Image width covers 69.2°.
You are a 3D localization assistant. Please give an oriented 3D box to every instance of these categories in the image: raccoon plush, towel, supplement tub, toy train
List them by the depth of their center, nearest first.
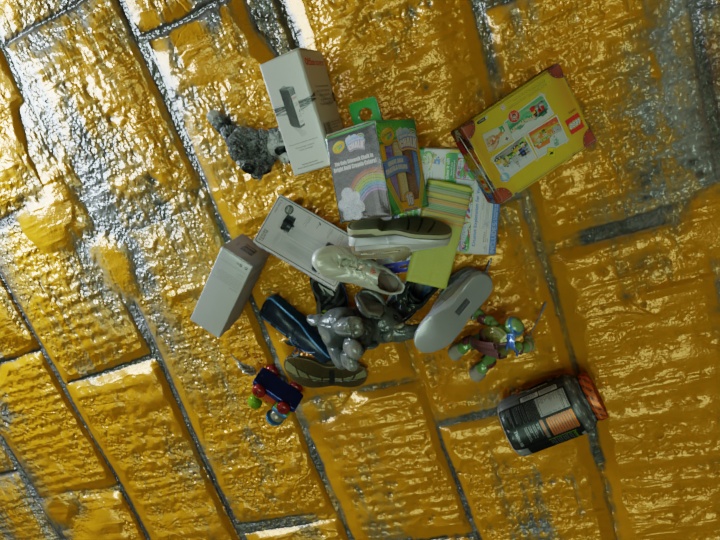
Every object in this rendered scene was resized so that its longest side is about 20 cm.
[{"bbox_3d":[0.147,-0.068,0.995,0.084,0.018,0.204,12,108,2],"label":"towel"},{"bbox_3d":[-0.210,-0.282,1.044,0.134,0.097,0.200,-42,96,15],"label":"raccoon plush"},{"bbox_3d":[0.397,0.294,1.084,0.198,0.123,0.124,-29,101,20],"label":"supplement tub"},{"bbox_3d":[-0.246,0.289,1.264,0.198,0.085,0.116,34,127,0],"label":"toy train"}]

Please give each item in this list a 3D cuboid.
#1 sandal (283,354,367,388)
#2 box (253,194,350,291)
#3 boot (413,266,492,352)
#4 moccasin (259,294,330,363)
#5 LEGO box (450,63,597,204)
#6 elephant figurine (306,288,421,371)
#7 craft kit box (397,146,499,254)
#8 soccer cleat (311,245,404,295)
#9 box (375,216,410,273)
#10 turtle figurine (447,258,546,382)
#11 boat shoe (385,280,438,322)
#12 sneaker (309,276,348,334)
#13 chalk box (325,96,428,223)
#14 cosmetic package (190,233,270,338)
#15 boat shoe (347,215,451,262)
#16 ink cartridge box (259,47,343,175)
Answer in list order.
[{"bbox_3d":[-0.081,0.228,1.216,0.195,0.054,0.082,5,117,-4],"label":"sandal"},{"bbox_3d":[-0.108,-0.055,1.087,0.197,0.060,0.118,28,82,2],"label":"box"},{"bbox_3d":[0.178,0.076,1.051,0.200,0.096,0.074,-44,102,2],"label":"boot"},{"bbox_3d":[-0.146,0.141,1.189,0.200,0.080,0.068,44,104,10],"label":"moccasin"},{"bbox_3d":[0.283,-0.235,0.916,0.198,0.077,0.151,-32,100,2],"label":"LEGO box"},{"bbox_3d":[0.023,0.113,1.076,0.141,0.198,0.158,-28,87,56],"label":"elephant figurine"},{"bbox_3d":[0.169,-0.133,1.004,0.193,0.049,0.205,1,107,-3],"label":"craft kit box"},{"bbox_3d":[0.000,0.000,1.025,0.197,0.077,0.071,19,88,-26],"label":"soccer cleat"},{"bbox_3d":[0.075,-0.097,1.067,0.116,0.042,0.204,-9,109,15],"label":"box"},{"bbox_3d":[0.281,0.127,1.080,0.142,0.203,0.195,20,136,-18],"label":"turtle figurine"},{"bbox_3d":[0.111,0.050,1.099,0.068,0.057,0.201,39,114,-2],"label":"boat shoe"},{"bbox_3d":[-0.065,0.095,1.142,0.069,0.083,0.204,-7,107,26],"label":"sneaker"},{"bbox_3d":[0.027,-0.198,0.926,0.123,0.123,0.205,-3,100,41],"label":"chalk box"},{"bbox_3d":[-0.289,0.035,1.163,0.084,0.108,0.202,32,112,0],"label":"cosmetic package"},{"bbox_3d":[0.073,-0.056,0.973,0.196,0.075,0.070,4,121,19],"label":"boat shoe"},{"bbox_3d":[-0.098,-0.297,0.978,0.082,0.145,0.204,-11,106,17],"label":"ink cartridge box"}]
